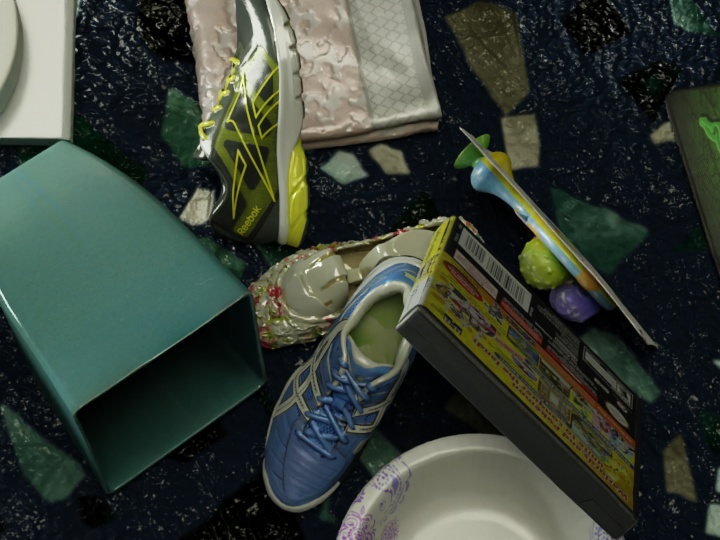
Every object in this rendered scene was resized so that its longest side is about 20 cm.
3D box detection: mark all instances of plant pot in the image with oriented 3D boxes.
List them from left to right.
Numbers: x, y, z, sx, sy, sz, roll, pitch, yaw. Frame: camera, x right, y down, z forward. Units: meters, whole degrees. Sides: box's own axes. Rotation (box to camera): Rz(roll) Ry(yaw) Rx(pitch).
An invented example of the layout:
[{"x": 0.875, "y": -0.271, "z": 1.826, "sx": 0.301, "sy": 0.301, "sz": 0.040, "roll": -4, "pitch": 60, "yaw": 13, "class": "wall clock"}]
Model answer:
[{"x": -0.183, "y": 0.017, "z": 1.106, "sx": 0.141, "sy": 0.142, "sz": 0.200, "roll": -34, "pitch": 66, "yaw": -16, "class": "plant pot"}]

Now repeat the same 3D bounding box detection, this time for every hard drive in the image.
[{"x": -0.287, "y": -0.198, "z": 1.222, "sx": 0.131, "sy": 0.026, "sz": 0.202, "roll": 0, "pitch": 81, "yaw": -4, "class": "hard drive"}]

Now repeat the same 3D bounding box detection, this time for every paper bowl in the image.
[{"x": 0.077, "y": 0.219, "z": 1.053, "sx": 0.199, "sy": 0.105, "sz": 0.202, "roll": 1, "pitch": 66, "yaw": -3, "class": "paper bowl"}]

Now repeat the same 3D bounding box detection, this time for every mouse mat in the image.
[{"x": 0.340, "y": -0.067, "z": 1.246, "sx": 0.160, "sy": 0.008, "sz": 0.201, "roll": -10, "pitch": 67, "yaw": -8, "class": "mouse mat"}]

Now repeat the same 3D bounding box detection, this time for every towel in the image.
[{"x": -0.042, "y": -0.190, "z": 1.259, "sx": 0.189, "sy": 0.032, "sz": 0.201, "roll": -7, "pitch": 67, "yaw": -7, "class": "towel"}]

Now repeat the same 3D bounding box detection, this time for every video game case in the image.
[{"x": 0.114, "y": 0.066, "z": 1.067, "sx": 0.200, "sy": 0.181, "sz": 0.025, "roll": 44, "pitch": 112, "yaw": -7, "class": "video game case"}]

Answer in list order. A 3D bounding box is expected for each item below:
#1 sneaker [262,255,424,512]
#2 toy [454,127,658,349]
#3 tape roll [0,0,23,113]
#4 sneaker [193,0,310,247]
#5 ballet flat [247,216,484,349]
[{"x": -0.013, "y": 0.078, "z": 1.098, "sx": 0.075, "sy": 0.077, "sz": 0.201, "roll": 28, "pitch": 94, "yaw": 4, "class": "sneaker"}, {"x": 0.136, "y": -0.012, "z": 1.163, "sx": 0.047, "sy": 0.115, "sz": 0.201, "roll": -38, "pitch": 74, "yaw": 9, "class": "toy"}, {"x": -0.355, "y": -0.175, "z": 1.179, "sx": 0.201, "sy": 0.037, "sz": 0.205, "roll": 1, "pitch": 79, "yaw": -5, "class": "tape roll"}, {"x": -0.084, "y": -0.114, "z": 1.166, "sx": 0.084, "sy": 0.074, "sz": 0.202, "roll": -6, "pitch": 94, "yaw": -7, "class": "sneaker"}, {"x": 0.000, "y": 0.000, "z": 1.163, "sx": 0.199, "sy": 0.064, "sz": 0.076, "roll": -19, "pitch": 70, "yaw": -11, "class": "ballet flat"}]
